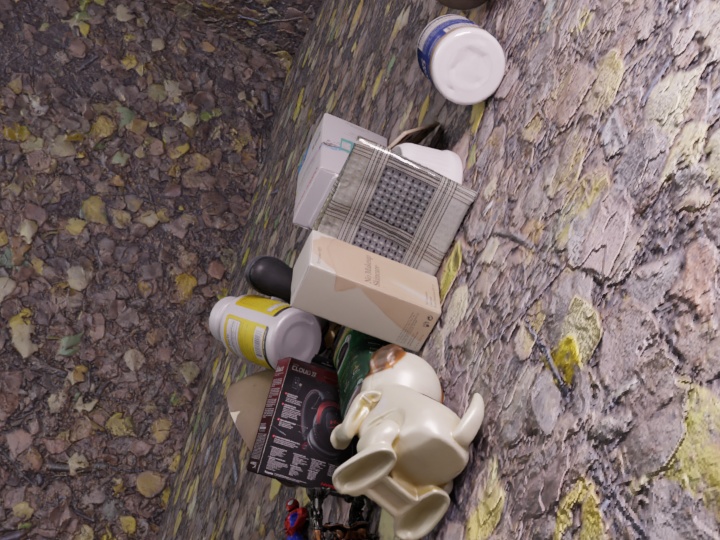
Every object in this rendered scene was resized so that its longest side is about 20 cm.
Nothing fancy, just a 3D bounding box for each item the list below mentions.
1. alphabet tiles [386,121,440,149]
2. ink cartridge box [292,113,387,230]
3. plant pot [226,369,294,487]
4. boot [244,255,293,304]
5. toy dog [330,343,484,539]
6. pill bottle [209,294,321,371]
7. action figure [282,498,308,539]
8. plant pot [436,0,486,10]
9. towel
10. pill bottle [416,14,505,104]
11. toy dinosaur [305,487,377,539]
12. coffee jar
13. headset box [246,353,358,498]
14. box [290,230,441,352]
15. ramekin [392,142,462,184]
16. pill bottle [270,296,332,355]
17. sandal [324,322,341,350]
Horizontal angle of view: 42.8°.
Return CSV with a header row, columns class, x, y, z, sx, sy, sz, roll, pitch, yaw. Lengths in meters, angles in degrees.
class,x,y,z,sx,sy,sz,roll,pitch,yaw
alphabet tiles,0.035,-0.176,1.535,0.200,0.008,0.167,-40,-4,27
ink cartridge box,-0.039,-0.180,1.828,0.201,0.145,0.147,-88,23,-50
plant pot,-0.112,0.239,1.540,0.134,0.201,0.201,-36,21,6
boot,-0.072,0.037,1.496,0.199,0.164,0.066,17,82,46
toy dog,0.049,0.174,1.083,0.194,0.139,0.201,-51,21,19
pill bottle,-0.167,0.101,1.547,0.199,0.111,0.112,14,83,46
action figure,-0.110,0.445,1.493,0.201,0.051,0.066,-93,23,-62
plant pot,0.171,-0.518,1.456,0.174,0.198,0.202,103,180,-66
towel,0.039,-0.068,1.316,0.035,0.191,0.201,-72,9,-60
pill bottle,0.146,-0.330,1.410,0.200,0.110,0.112,-105,37,-66
toy dinosaur,-0.034,0.363,1.241,0.199,0.101,0.137,-16,70,47
coffee jar,0.012,0.147,1.345,0.200,0.085,0.105,-102,33,-62
headset box,-0.074,0.233,1.423,0.075,0.147,0.202,-20,52,67
box,0.006,0.029,1.285,0.095,0.198,0.078,-92,26,-55
ramekin,0.072,-0.104,1.424,0.202,0.093,0.204,-160,90,-76
pill bottle,-0.107,0.102,1.710,0.200,0.110,0.113,87,-165,-66
sandal,-0.037,0.109,1.632,0.201,0.054,0.081,-88,22,-49
